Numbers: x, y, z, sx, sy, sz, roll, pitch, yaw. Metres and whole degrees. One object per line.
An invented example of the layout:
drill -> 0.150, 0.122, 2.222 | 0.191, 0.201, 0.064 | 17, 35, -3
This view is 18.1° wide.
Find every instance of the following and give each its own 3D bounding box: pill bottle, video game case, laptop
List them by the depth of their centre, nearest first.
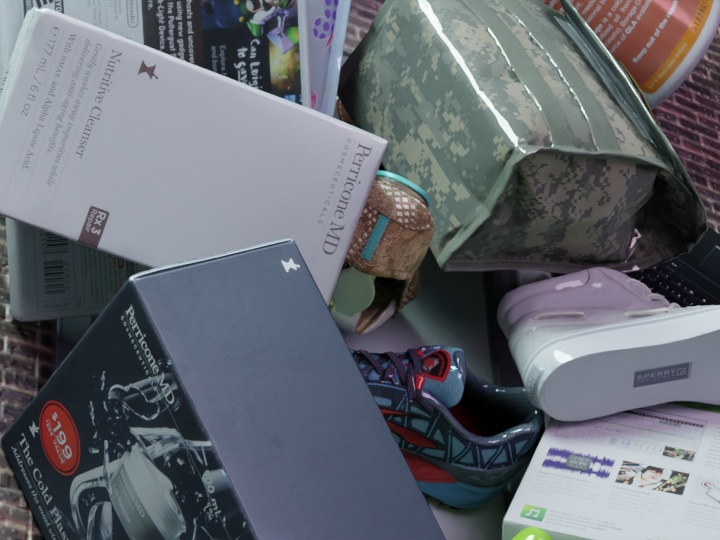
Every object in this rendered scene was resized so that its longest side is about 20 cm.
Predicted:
video game case -> -0.112, -0.079, 1.267 | 0.181, 0.023, 0.201 | -5, 97, -24
laptop -> 0.225, 0.004, 1.494 | 0.177, 0.103, 0.200 | 36, 46, 12
pill bottle -> 0.152, -0.210, 1.622 | 0.200, 0.112, 0.112 | 34, 44, -15

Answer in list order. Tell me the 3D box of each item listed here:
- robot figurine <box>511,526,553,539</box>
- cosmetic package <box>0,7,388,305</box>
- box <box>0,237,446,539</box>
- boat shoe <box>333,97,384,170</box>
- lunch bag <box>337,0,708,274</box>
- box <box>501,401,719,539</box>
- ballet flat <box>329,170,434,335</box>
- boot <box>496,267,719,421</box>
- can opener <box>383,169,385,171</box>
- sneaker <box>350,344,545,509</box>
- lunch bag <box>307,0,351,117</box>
robot figurine -> 0.061, 0.234, 1.177 | 0.200, 0.175, 0.116 | -49, 133, -13
cosmetic package -> -0.099, -0.054, 1.202 | 0.199, 0.081, 0.113 | 18, 91, -13
box -> -0.071, 0.119, 1.138 | 0.104, 0.182, 0.201 | -14, 69, -39
boat shoe -> 0.059, -0.105, 1.500 | 0.200, 0.068, 0.075 | -19, 72, -45
lunch bag -> 0.112, -0.087, 1.378 | 0.199, 0.118, 0.164 | 2, 45, -40
box -> 0.174, 0.120, 1.312 | 0.144, 0.036, 0.200 | 11, 31, 15
ballet flat -> 0.000, 0.000, 1.318 | 0.070, 0.200, 0.065 | 26, 74, 6
boot -> 0.183, 0.031, 1.354 | 0.199, 0.074, 0.096 | -4, 38, -16
can opener -> 0.037, -0.043, 1.443 | 0.199, 0.079, 0.064 | -1, 64, -28
sneaker -> 0.021, 0.066, 1.320 | 0.199, 0.096, 0.080 | 22, 45, -26
lunch bag -> -0.107, -0.134, 1.344 | 0.169, 0.127, 0.201 | 10, 85, -29
